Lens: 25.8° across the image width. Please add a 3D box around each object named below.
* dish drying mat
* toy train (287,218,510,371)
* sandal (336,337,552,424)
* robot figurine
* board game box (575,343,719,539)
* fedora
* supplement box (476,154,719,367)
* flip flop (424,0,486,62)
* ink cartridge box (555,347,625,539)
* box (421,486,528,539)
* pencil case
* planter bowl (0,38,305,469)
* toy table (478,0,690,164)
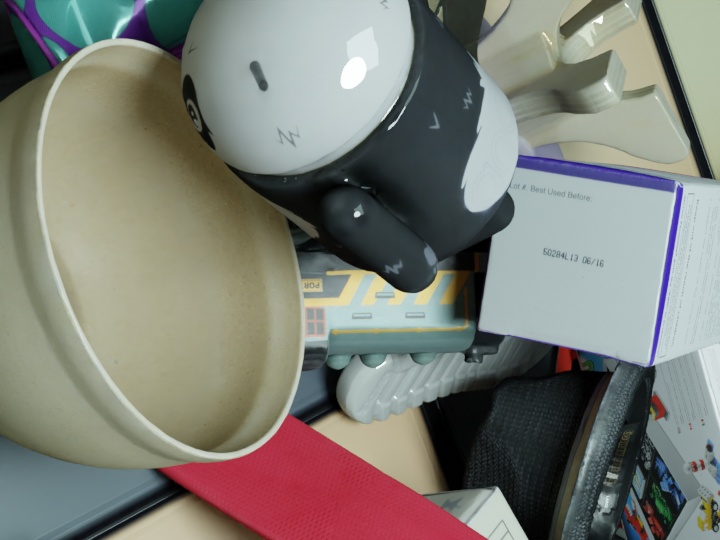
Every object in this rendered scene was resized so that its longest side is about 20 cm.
[{"bbox_3d":[-0.013,0.131,0.844,0.077,0.200,0.018,-44,154,-39],"label":"dish drying mat"},{"bbox_3d":[0.000,0.000,0.907,0.200,0.085,0.114,0,85,-19],"label":"toy train"},{"bbox_3d":[0.059,0.039,1.005,0.203,0.083,0.050,-13,45,-44],"label":"sandal"},{"bbox_3d":[-0.002,-0.074,0.776,0.125,0.150,0.200,-57,139,-5],"label":"robot figurine"},{"bbox_3d":[0.206,0.090,1.056,0.035,0.126,0.200,-6,76,-30],"label":"board game box"},{"bbox_3d":[0.118,0.122,0.984,0.201,0.092,0.201,16,90,-73],"label":"fedora"},{"bbox_3d":[0.156,-0.010,0.917,0.200,0.101,0.103,-7,106,-63],"label":"supplement box"},{"bbox_3d":[0.037,-0.134,0.941,0.081,0.058,0.200,-43,141,-26],"label":"flip flop"},{"bbox_3d":[0.218,0.118,1.143,0.200,0.047,0.160,31,59,-36],"label":"ink cartridge box"},{"bbox_3d":[0.054,0.243,0.907,0.128,0.109,0.200,-42,108,-40],"label":"box"},{"bbox_3d":[-0.086,-0.148,0.845,0.200,0.085,0.092,-28,63,-17],"label":"pencil case"},{"bbox_3d":[-0.136,0.007,0.751,0.200,0.135,0.200,41,39,-45],"label":"planter bowl"},{"bbox_3d":[0.124,-0.134,1.045,0.200,0.117,0.184,50,30,-28],"label":"toy table"}]
